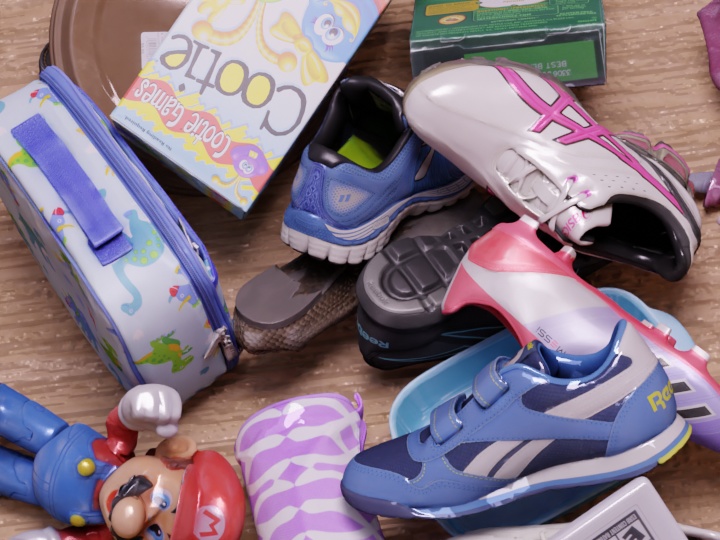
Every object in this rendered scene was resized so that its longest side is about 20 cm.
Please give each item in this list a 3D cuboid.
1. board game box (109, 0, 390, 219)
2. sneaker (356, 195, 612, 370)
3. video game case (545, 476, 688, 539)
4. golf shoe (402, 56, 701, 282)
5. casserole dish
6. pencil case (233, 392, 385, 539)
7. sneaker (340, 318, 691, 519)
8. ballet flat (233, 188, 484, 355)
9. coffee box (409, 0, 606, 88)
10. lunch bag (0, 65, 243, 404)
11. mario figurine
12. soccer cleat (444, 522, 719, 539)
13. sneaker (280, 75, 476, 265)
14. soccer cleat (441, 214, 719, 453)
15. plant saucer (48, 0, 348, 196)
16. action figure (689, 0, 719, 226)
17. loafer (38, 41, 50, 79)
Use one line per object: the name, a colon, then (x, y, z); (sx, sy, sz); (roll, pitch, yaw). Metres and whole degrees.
board game box: (-0.058, -0.145, 1.351); (0.103, 0.105, 0.201); (34, 86, -3)
sneaker: (0.080, 0.003, 1.337); (0.199, 0.080, 0.076); (-18, 53, -24)
video game case: (0.121, 0.241, 1.165); (0.199, 0.023, 0.183); (-34, 91, -3)
golf shoe: (0.117, -0.060, 1.270); (0.199, 0.073, 0.092); (23, 32, -15)
casserole dish: (0.111, 0.092, 1.299); (0.199, 0.039, 0.121); (-27, 61, -7)
pencil case: (-0.013, 0.168, 1.249); (0.085, 0.084, 0.201); (-19, 60, 0)
sneaker: (0.080, 0.083, 1.207); (0.199, 0.083, 0.074); (-16, 15, 10)
ballet flat: (0.000, 0.000, 1.346); (0.067, 0.047, 0.200); (31, 49, 33)
coffee box: (0.095, -0.163, 1.377); (0.122, 0.044, 0.200); (-5, 24, 5)
lunch bag: (-0.155, -0.018, 1.329); (0.082, 0.161, 0.200); (-34, 61, -10)
mario figurine: (-0.162, 0.126, 1.279); (0.199, 0.124, 0.106); (15, 52, 20)
soccer cleat: (0.122, 0.167, 1.209); (0.198, 0.078, 0.070); (-1, 61, -11)
sneaker: (0.024, -0.081, 1.335); (0.078, 0.090, 0.200); (22, 35, 20)
soccer cleat: (0.139, 0.051, 1.249); (0.200, 0.067, 0.077); (40, 87, 6)
plant saucer: (-0.105, -0.149, 1.414); (0.198, 0.029, 0.202); (0, 90, -5)
action figure: (0.265, -0.086, 1.359); (0.148, 0.134, 0.201); (16, 72, -31)
loafer: (-0.130, -0.179, 1.462); (0.199, 0.072, 0.073); (-27, 61, -6)
